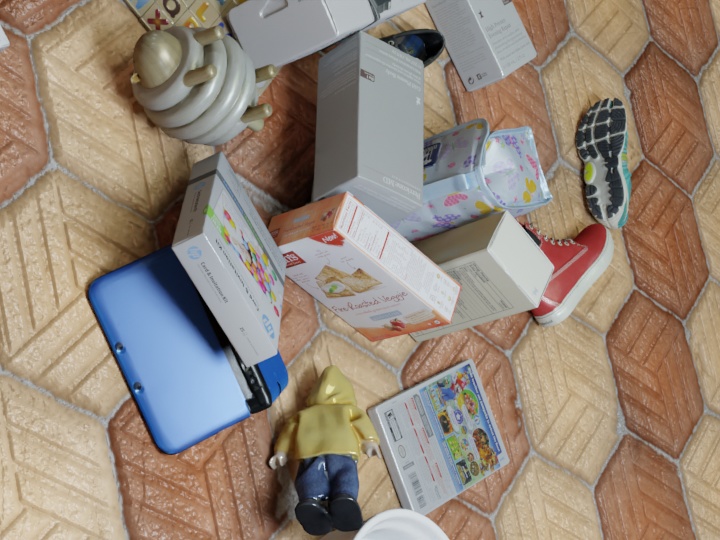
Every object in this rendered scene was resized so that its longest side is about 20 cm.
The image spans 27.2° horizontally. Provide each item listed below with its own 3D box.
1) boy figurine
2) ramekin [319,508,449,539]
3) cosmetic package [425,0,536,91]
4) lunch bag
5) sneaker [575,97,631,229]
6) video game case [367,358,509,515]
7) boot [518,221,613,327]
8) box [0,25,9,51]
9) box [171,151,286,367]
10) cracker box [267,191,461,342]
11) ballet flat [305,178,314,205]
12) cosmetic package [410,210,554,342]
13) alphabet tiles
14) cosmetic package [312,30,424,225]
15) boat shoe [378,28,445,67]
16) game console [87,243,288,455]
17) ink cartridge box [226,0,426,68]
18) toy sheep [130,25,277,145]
[{"bbox_3d":[-0.039,0.191,1.629,0.200,0.124,0.065,-93,168,-47],"label":"boy figurine"},{"bbox_3d":[0.020,0.368,1.628,0.200,0.098,0.201,18,64,-40],"label":"ramekin"},{"bbox_3d":[0.153,-0.359,2.040,0.102,0.074,0.201,-38,105,-46],"label":"cosmetic package"},{"bbox_3d":[0.116,-0.107,1.814,0.200,0.169,0.128,-16,88,-59],"label":"lunch bag"},{"bbox_3d":[0.366,-0.157,2.204,0.080,0.077,0.201,30,59,-59],"label":"sneaker"},{"bbox_3d":[0.099,0.205,1.825,0.200,0.018,0.144,-21,91,-47],"label":"video game case"},{"bbox_3d":[0.267,-0.037,2.048,0.145,0.072,0.200,54,49,-15],"label":"boot"},{"bbox_3d":[-0.435,-0.270,1.379,0.112,0.101,0.201,-32,100,-47],"label":"box"},{"bbox_3d":[-0.134,-0.016,1.560,0.156,0.041,0.200,61,15,-24],"label":"box"},{"bbox_3d":[0.000,0.000,1.708,0.200,0.134,0.058,39,55,-29],"label":"cracker box"},{"bbox_3d":[-0.018,-0.119,1.786,0.064,0.076,0.200,23,48,0],"label":"ballet flat"},{"bbox_3d":[0.120,0.009,1.780,0.105,0.200,0.071,49,48,-23],"label":"cosmetic package"},{"bbox_3d":[-0.172,-0.287,1.726,0.200,0.008,0.167,50,46,-21],"label":"alphabet tiles"},{"bbox_3d":[0.011,-0.160,1.714,0.107,0.090,0.201,21,55,-36],"label":"cosmetic package"},{"bbox_3d":[0.040,-0.269,1.894,0.200,0.066,0.070,-23,93,-48],"label":"boat shoe"},{"bbox_3d":[-0.178,0.069,1.587,0.171,0.118,0.201,-47,114,-77],"label":"game console"},{"bbox_3d":[-0.039,-0.311,1.762,0.200,0.144,0.085,-31,100,-50],"label":"ink cartridge box"},{"bbox_3d":[-0.169,-0.198,1.608,0.200,0.137,0.138,37,52,-44],"label":"toy sheep"}]
